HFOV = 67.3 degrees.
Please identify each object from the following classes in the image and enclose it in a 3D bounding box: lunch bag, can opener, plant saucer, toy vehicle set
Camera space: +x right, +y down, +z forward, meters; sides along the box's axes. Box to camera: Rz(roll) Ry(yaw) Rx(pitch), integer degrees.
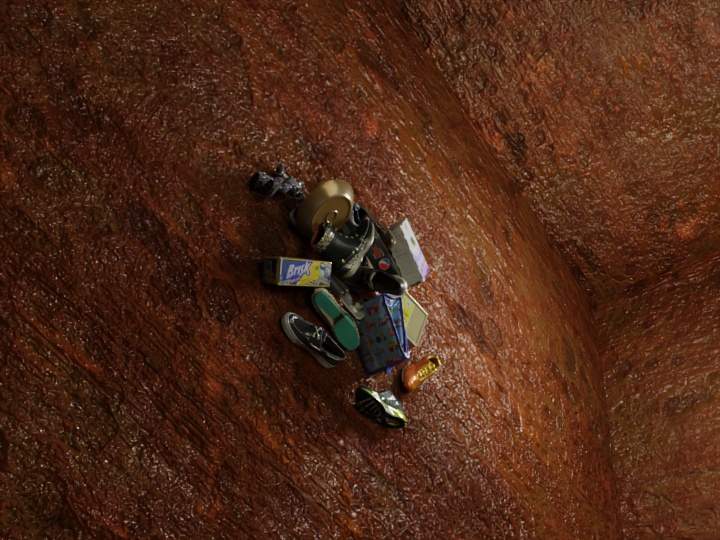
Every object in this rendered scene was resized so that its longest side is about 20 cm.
[{"bbox_3d":[0.056,0.191,1.524,0.093,0.149,0.205,15,55,-47],"label":"lunch bag"},{"bbox_3d":[-0.066,0.070,1.520,0.200,0.067,0.053,47,27,13],"label":"can opener"},{"bbox_3d":[-0.091,-0.161,1.529,0.198,0.202,0.036,5,35,-52],"label":"plant saucer"},{"bbox_3d":[0.136,0.137,1.740,0.200,0.026,0.126,46,55,-29],"label":"toy vehicle set"}]

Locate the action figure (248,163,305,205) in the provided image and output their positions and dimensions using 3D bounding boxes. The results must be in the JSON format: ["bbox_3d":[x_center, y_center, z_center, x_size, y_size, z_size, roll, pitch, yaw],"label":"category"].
[{"bbox_3d":[-0.216,-0.240,1.518,0.130,0.070,0.199,44,26,16],"label":"action figure"}]

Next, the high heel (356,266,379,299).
[{"bbox_3d":[0.000,0.000,1.650,0.200,0.067,0.097,46,47,-18],"label":"high heel"}]

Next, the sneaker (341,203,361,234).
[{"bbox_3d":[-0.046,-0.200,1.716,0.202,0.084,0.077,57,34,-8],"label":"sneaker"}]

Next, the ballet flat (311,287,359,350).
[{"bbox_3d":[-0.066,0.126,1.484,0.203,0.075,0.064,58,-1,-16],"label":"ballet flat"}]

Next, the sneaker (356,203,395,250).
[{"bbox_3d":[0.032,-0.142,1.751,0.200,0.071,0.075,46,10,30],"label":"sneaker"}]

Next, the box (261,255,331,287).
[{"bbox_3d":[-0.163,0.004,1.413,0.198,0.063,0.072,4,91,-52],"label":"box"}]

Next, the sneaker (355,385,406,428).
[{"bbox_3d":[0.052,0.362,1.485,0.200,0.073,0.082,44,28,-36],"label":"sneaker"}]

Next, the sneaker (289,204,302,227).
[{"bbox_3d":[-0.114,-0.181,1.592,0.071,0.099,0.199,58,35,3],"label":"sneaker"}]

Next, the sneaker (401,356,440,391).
[{"bbox_3d":[0.188,0.313,1.689,0.199,0.076,0.074,-30,93,-55],"label":"sneaker"}]

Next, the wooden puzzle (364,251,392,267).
[{"bbox_3d":[0.071,-0.022,1.803,0.183,0.037,0.205,12,54,-50],"label":"wooden puzzle"}]

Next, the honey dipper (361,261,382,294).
[{"bbox_3d":[0.063,0.058,1.671,0.201,0.038,0.038,51,31,17],"label":"honey dipper"}]

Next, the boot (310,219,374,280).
[{"bbox_3d":[-0.047,-0.097,1.533,0.154,0.072,0.207,43,59,-31],"label":"boot"}]

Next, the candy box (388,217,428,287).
[{"bbox_3d":[0.159,-0.064,1.863,0.204,0.070,0.168,65,18,-7],"label":"candy box"}]

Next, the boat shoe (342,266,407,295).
[{"bbox_3d":[0.036,0.027,1.546,0.065,0.195,0.074,38,67,-72],"label":"boat shoe"}]

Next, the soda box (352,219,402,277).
[{"bbox_3d":[0.051,-0.053,1.669,0.203,0.062,0.071,60,-2,-6],"label":"soda box"}]

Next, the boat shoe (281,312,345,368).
[{"bbox_3d":[-0.115,0.172,1.377,0.200,0.067,0.073,48,36,-21],"label":"boat shoe"}]
